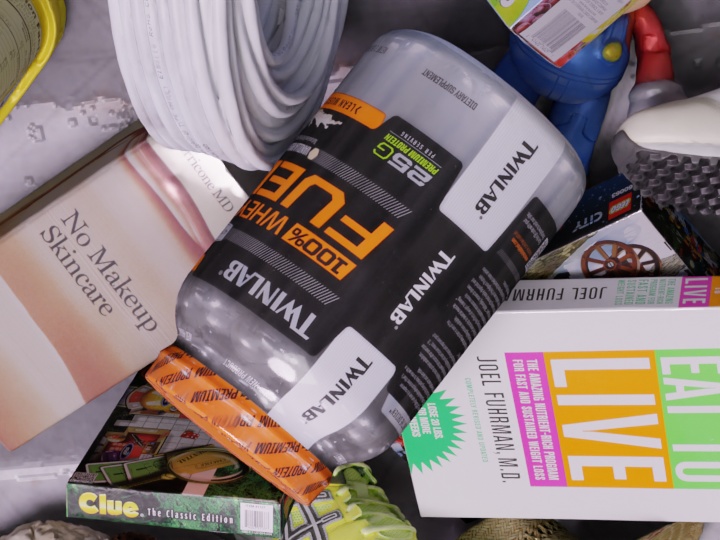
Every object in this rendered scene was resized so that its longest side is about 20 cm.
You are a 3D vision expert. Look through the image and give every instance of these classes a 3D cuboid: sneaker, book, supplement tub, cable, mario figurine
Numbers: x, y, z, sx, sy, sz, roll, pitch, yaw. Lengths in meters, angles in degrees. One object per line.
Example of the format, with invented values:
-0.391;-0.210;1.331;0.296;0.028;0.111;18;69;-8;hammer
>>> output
0.210;-0.082;1.140;0.199;0.070;0.094;-3;72;-11;sneaker
-0.018;0.124;1.246;0.200;0.075;0.077;29;104;40;sneaker
0.117;0.060;1.183;0.199;0.048;0.134;-2;129;16;book
0.000;0.000;1.101;0.122;0.123;0.200;39;81;-8;supplement tub
-0.059;-0.148;1.110;0.069;0.200;0.201;5;76;16;cable
0.099;-0.113;1.147;0.123;0.106;0.200;-1;128;-29;mario figurine

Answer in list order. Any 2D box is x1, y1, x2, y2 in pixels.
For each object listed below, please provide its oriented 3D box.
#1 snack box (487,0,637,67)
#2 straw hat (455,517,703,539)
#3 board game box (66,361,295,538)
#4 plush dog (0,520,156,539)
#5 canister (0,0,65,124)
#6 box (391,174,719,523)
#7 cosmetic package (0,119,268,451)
0.107;-0.219;1.063;0.200;0.068;0.169;-40;64;14;snack box
0.082;0.173;1.263;0.085;0.201;0.201;43;116;20;straw hat
-0.071;0.076;1.212;0.104;0.200;0.024;6;112;7;board game box
-0.172;0.224;1.338;0.199;0.160;0.172;-3;89;12;plush dog
-0.229;-0.073;1.174;0.086;0.200;0.149;38;114;-8;canister
0.096;0.042;1.221;0.200;0.038;0.137;-27;122;29;box
-0.125;-0.006;1.248;0.200;0.087;0.103;-34;102;21;cosmetic package
